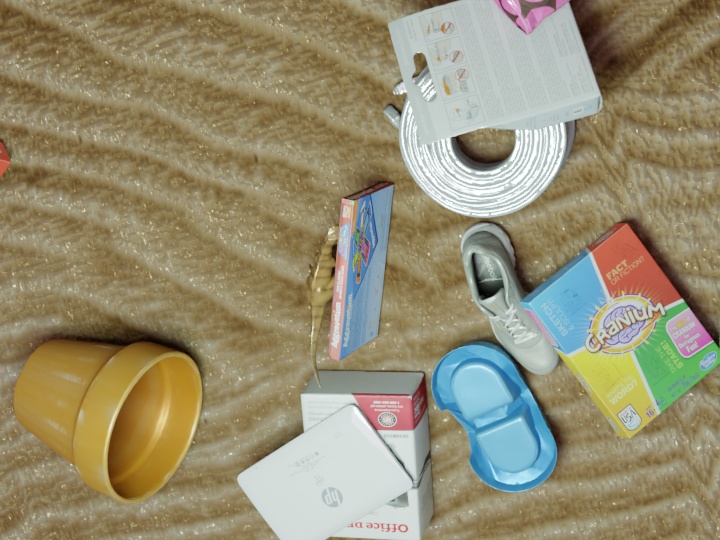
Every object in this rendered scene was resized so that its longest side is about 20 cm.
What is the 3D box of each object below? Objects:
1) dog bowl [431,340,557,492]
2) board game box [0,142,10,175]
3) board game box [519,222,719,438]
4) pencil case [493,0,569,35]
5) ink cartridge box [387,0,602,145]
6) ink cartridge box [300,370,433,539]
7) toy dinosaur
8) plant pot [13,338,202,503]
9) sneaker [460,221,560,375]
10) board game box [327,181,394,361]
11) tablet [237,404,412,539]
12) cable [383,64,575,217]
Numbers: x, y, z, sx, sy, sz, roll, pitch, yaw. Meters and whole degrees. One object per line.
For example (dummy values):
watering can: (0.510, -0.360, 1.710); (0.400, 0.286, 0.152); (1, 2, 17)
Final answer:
dog bowl: (0.168, 0.174, 1.667); (0.111, 0.050, 0.200); (-26, 100, 20)
board game box: (-0.560, -0.094, 1.707); (0.200, 0.153, 0.040); (-48, 56, 23)
board game box: (0.304, 0.069, 1.568); (0.153, 0.040, 0.200); (-39, 96, -7)
pencil case: (0.220, -0.344, 1.432); (0.200, 0.094, 0.091); (-41, 137, -1)
ink cartridge box: (0.146, -0.223, 1.478); (0.199, 0.047, 0.160); (-16, 70, 3)
ink cartridge box: (0.010, 0.234, 1.708); (0.146, 0.083, 0.201); (-1, 107, 14)
toy dinosaur: (-0.049, 0.027, 1.643); (0.060, 0.106, 0.201); (11, 110, 10)
plant pot: (-0.334, 0.172, 1.729); (0.183, 0.200, 0.201); (18, 112, 25)
sneaker: (0.171, 0.045, 1.601); (0.076, 0.092, 0.200); (-28, 99, 22)
board game box: (0.000, 0.000, 1.624); (0.019, 0.103, 0.201); (15, 111, 24)
tablet: (-0.046, 0.263, 1.680); (0.200, 0.014, 0.130); (-34, 96, 24)
cable: (0.143, -0.161, 1.553); (0.200, 0.069, 0.200); (-32, 97, 21)
